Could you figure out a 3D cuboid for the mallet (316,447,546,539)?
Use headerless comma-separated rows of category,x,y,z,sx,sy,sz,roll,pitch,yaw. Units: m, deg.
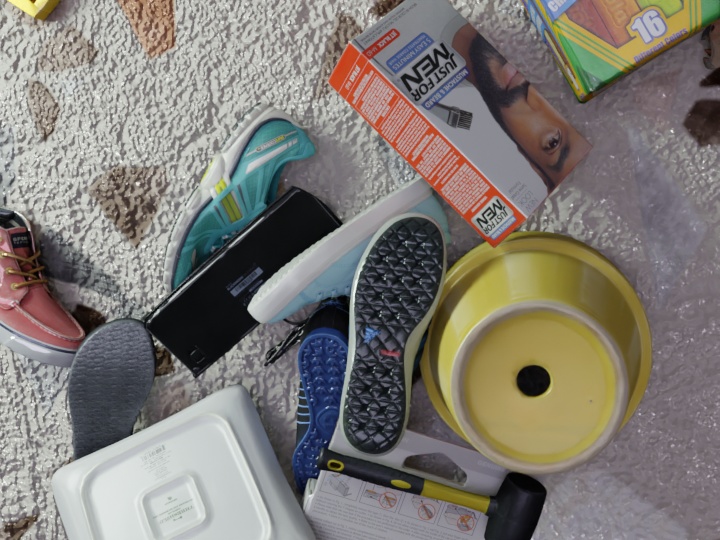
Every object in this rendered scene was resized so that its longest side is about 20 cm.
mallet,0.058,0.198,0.773,0.199,0.041,0.066,9,102,-1

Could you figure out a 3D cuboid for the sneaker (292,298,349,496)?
sneaker,-0.024,0.123,0.830,0.070,0.078,0.201,6,119,5

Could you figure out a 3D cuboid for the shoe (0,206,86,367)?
shoe,-0.333,0.006,0.860,0.199,0.071,0.091,33,106,9

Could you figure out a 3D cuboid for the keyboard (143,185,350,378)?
keyboard,-0.089,0.025,0.829,0.200,0.021,0.127,-40,109,7

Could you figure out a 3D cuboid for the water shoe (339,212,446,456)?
water shoe,0.020,0.051,0.745,0.071,0.079,0.201,15,84,1

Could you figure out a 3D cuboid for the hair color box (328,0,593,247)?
hair color box,0.084,-0.132,0.754,0.200,0.064,0.111,45,59,1

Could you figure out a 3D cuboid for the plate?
plate,-0.159,0.212,0.783,0.199,0.032,0.200,-26,56,-9

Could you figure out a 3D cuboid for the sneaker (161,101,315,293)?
sneaker,-0.116,-0.055,0.820,0.079,0.078,0.201,34,101,-5

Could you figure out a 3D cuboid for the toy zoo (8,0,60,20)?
toy zoo,-0.306,-0.333,0.843,0.131,0.020,0.200,44,102,2

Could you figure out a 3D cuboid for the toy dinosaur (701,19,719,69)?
toy dinosaur,0.381,-0.149,0.715,0.199,0.086,0.137,2,98,9

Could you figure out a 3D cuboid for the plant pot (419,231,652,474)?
plant pot,0.141,0.072,0.731,0.199,0.189,0.202,1,96,10

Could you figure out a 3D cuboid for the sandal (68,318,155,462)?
sandal,-0.245,0.134,0.866,0.076,0.043,0.201,11,109,-13

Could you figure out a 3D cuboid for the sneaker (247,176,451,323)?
sneaker,0.000,0.000,0.775,0.200,0.074,0.082,-35,95,-15

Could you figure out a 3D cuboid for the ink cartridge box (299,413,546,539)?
ink cartridge box,0.046,0.228,0.815,0.199,0.045,0.177,18,98,-7

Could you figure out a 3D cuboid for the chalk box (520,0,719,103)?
chalk box,0.184,-0.255,0.718,0.124,0.124,0.201,-31,91,11
